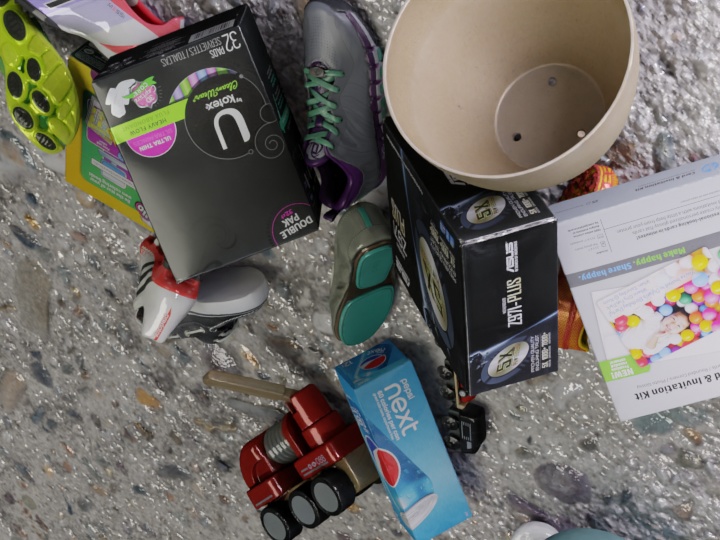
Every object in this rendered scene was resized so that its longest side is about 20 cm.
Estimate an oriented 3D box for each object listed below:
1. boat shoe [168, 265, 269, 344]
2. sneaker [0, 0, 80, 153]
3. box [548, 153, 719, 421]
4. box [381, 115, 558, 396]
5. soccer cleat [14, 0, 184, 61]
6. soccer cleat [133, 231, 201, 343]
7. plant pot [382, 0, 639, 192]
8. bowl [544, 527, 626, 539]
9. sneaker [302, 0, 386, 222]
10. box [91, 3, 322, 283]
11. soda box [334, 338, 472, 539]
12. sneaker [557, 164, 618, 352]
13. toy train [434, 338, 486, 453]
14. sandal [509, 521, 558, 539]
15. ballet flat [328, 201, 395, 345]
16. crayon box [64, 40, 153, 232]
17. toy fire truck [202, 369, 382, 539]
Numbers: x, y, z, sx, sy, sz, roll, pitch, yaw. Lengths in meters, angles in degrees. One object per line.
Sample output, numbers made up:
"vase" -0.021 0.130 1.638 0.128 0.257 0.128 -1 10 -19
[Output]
"boat shoe" -0.158 0.044 1.859 0.199 0.072 0.068 -8 116 47
"sneaker" -0.332 -0.212 1.748 0.201 0.074 0.084 63 -175 6
"box" 0.258 0.018 1.451 0.155 0.041 0.201 -16 116 16
"box" 0.092 -0.024 1.494 0.200 0.085 0.165 -118 18 -49
"soccer cleat" -0.258 -0.257 1.697 0.199 0.068 0.074 32 112 11
"soccer cleat" -0.204 0.017 1.801 0.068 0.086 0.200 25 -172 -15
"plant pot" 0.134 -0.145 1.380 0.199 0.202 0.134 19 171 27
"bowl" 0.226 0.337 1.731 0.199 0.105 0.202 10 120 17
"sneaker" -0.021 -0.144 1.566 0.074 0.088 0.201 9 129 35
"box" -0.135 -0.117 1.597 0.147 0.124 0.201 -19 107 7
"soda box" 0.045 0.176 1.784 0.201 0.067 0.064 68 169 -25
"sneaker" 0.198 -0.012 1.522 0.076 0.073 0.201 10 135 -2
"toy train" 0.101 0.104 1.716 0.045 0.034 0.201 15 132 26
"sandal" 0.188 0.347 1.844 0.082 0.050 0.204 13 120 13
"ballet flat" 0.000 0.000 1.695 0.200 0.067 0.064 102 145 -59
"crayon box" -0.205 -0.121 1.768 0.199 0.058 0.173 30 139 17
"toy fire truck" -0.087 0.182 1.891 0.201 0.128 0.176 57 141 3
